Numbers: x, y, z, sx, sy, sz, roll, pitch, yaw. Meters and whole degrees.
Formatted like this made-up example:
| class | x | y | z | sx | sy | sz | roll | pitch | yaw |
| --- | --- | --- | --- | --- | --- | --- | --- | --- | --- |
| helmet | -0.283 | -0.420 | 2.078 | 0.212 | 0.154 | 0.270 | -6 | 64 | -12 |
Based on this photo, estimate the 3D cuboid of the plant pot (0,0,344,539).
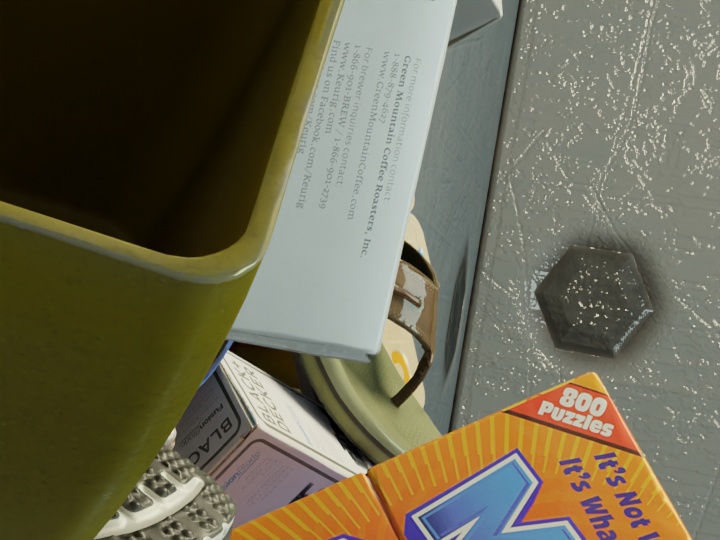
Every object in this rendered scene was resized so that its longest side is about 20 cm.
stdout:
| class | x | y | z | sx | sy | sz | roll | pitch | yaw |
| --- | --- | --- | --- | --- | --- | --- | --- | --- | --- |
| plant pot | -0.111 | -0.038 | 0.610 | 0.176 | 0.200 | 0.200 | 107 | -1 | -47 |

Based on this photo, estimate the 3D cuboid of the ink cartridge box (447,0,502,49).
| class | x | y | z | sx | sy | sz | roll | pitch | yaw |
| --- | --- | --- | --- | --- | --- | --- | --- | --- | --- |
| ink cartridge box | -0.002 | -0.183 | 1.294 | 0.146 | 0.083 | 0.200 | 61 | 10 | -16 |

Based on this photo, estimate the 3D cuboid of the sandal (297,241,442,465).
| class | x | y | z | sx | sy | sz | roll | pitch | yaw |
| --- | --- | --- | --- | --- | --- | --- | --- | --- | --- |
| sandal | -0.001 | -0.001 | 1.202 | 0.080 | 0.057 | 0.201 | -32 | 102 | -74 |

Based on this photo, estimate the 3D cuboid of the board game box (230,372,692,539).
| class | x | y | z | sx | sy | sz | roll | pitch | yaw |
| --- | --- | --- | --- | --- | --- | --- | --- | --- | --- |
| board game box | 0.052 | 0.203 | 1.109 | 0.200 | 0.200 | 0.200 | 78 | -13 | -57 |

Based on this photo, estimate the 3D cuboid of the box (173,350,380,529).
| class | x | y | z | sx | sy | sz | roll | pitch | yaw |
| --- | --- | --- | --- | --- | --- | --- | --- | --- | --- |
| box | -0.029 | 0.121 | 1.210 | 0.117 | 0.200 | 0.060 | -46 | -136 | 14 |

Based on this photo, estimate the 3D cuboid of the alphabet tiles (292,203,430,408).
| class | x | y | z | sx | sy | sz | roll | pitch | yaw |
| --- | --- | --- | --- | --- | --- | --- | --- | --- | --- |
| alphabet tiles | -0.019 | -0.027 | 1.276 | 0.200 | 0.015 | 0.196 | 0 | 76 | -66 |

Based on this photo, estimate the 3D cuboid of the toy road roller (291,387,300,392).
| class | x | y | z | sx | sy | sz | roll | pitch | yaw |
| --- | --- | --- | --- | --- | --- | --- | --- | --- | --- |
| toy road roller | -0.066 | 0.121 | 1.361 | 0.146 | 0.123 | 0.200 | -76 | 177 | -60 |

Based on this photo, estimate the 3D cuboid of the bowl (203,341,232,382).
| class | x | y | z | sx | sy | sz | roll | pitch | yaw |
| --- | --- | --- | --- | --- | --- | --- | --- | --- | --- |
| bowl | -0.076 | -0.042 | 1.085 | 0.201 | 0.039 | 0.201 | 10 | 90 | -72 |

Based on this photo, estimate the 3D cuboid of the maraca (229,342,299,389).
| class | x | y | z | sx | sy | sz | roll | pitch | yaw |
| --- | --- | --- | --- | --- | --- | --- | --- | --- | --- |
| maraca | -0.032 | 0.016 | 1.370 | 0.200 | 0.107 | 0.137 | 60 | -7 | -2 |

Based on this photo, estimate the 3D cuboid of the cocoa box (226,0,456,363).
| class | x | y | z | sx | sy | sz | roll | pitch | yaw |
| --- | --- | --- | --- | --- | --- | --- | --- | --- | --- |
| cocoa box | -0.056 | -0.086 | 0.922 | 0.131 | 0.133 | 0.200 | 21 | -81 | 60 |

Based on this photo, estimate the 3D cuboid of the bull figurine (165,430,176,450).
| class | x | y | z | sx | sy | sz | roll | pitch | yaw |
| --- | --- | --- | --- | --- | --- | --- | --- | --- | --- |
| bull figurine | -0.130 | 0.142 | 1.064 | 0.121 | 0.065 | 0.200 | 80 | 34 | -71 |

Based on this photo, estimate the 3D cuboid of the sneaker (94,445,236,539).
| class | x | y | z | sx | sy | sz | roll | pitch | yaw |
| --- | --- | --- | --- | --- | --- | --- | --- | --- | --- |
| sneaker | -0.124 | 0.118 | 0.966 | 0.200 | 0.074 | 0.080 | -24 | 140 | -43 |
